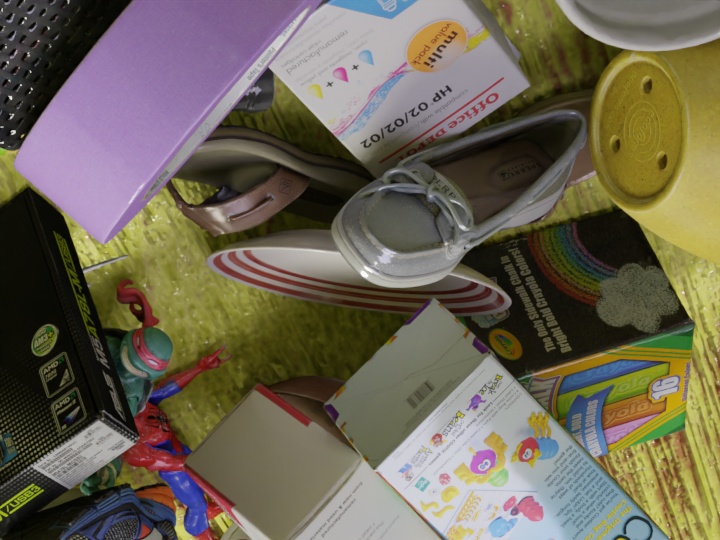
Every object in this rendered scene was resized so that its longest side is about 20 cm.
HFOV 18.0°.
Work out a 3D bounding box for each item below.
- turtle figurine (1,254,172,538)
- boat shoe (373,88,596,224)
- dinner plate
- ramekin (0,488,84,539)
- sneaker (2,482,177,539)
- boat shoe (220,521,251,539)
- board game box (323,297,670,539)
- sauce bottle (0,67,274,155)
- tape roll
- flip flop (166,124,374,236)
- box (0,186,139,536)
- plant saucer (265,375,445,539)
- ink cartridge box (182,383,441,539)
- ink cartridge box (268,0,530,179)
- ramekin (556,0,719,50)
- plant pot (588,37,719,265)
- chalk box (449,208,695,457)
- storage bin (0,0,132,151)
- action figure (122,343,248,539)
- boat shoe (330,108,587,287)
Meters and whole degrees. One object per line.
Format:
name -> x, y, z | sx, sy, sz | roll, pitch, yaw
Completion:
turtle figurine -> -0.187, 0.082, 1.469 | 0.200, 0.150, 0.101 | -35, 160, 25
boat shoe -> 0.107, -0.058, 1.507 | 0.199, 0.065, 0.071 | -22, 140, -3
dinner plate -> 0.000, 0.000, 1.472 | 0.199, 0.024, 0.200 | 8, 168, 2
ramekin -> -0.214, 0.220, 1.550 | 0.200, 0.200, 0.105 | -7, 101, -20
sneaker -> -0.153, 0.176, 1.396 | 0.075, 0.079, 0.200 | -22, 171, 16
boat shoe -> -0.007, 0.195, 1.723 | 0.199, 0.074, 0.060 | -21, 155, 1
board game box -> 0.088, 0.131, 1.469 | 0.105, 0.103, 0.200 | -44, 118, 0
sauce bottle -> -0.149, -0.105, 1.326 | 0.199, 0.065, 0.065 | -8, 138, -19
tape roll -> -0.094, -0.109, 1.202 | 0.066, 0.200, 0.200 | 41, 116, -2
flip flop -> -0.071, -0.047, 1.417 | 0.200, 0.058, 0.081 | 14, 159, -42
box -> -0.244, 0.077, 1.377 | 0.200, 0.193, 0.048 | -34, 142, 12
plant saucer -> 0.008, 0.133, 1.607 | 0.035, 0.200, 0.200 | -60, 148, -25
ink cartridge box -> -0.008, 0.185, 1.541 | 0.086, 0.148, 0.200 | -49, 127, -9
ink cartridge box -> 0.023, -0.132, 1.381 | 0.115, 0.068, 0.200 | -34, 140, 11
ramekin -> 0.180, -0.236, 1.307 | 0.200, 0.105, 0.200 | -15, 140, -13
plant pot -> 0.228, -0.088, 1.423 | 0.142, 0.200, 0.200 | -3, 136, -30
chalk box -> 0.118, 0.060, 1.598 | 0.199, 0.125, 0.124 | -15, 139, -10
storage bin -> -0.179, -0.178, 1.173 | 0.094, 0.135, 0.200 | 20, 123, -40
action figure -> -0.107, 0.127, 1.602 | 0.099, 0.065, 0.200 | -24, 142, 9
boat shoe -> 0.062, -0.049, 1.386 | 0.202, 0.074, 0.065 | -22, 156, -42
